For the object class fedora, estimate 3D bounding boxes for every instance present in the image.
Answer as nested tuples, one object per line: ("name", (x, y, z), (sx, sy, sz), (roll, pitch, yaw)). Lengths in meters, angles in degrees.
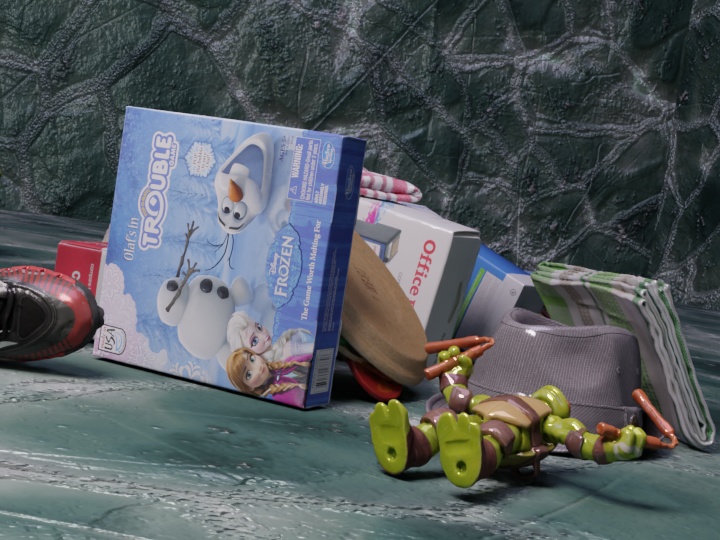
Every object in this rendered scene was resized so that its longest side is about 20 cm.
("fedora", (0.152, 0.080, 0.973), (0.199, 0.091, 0.177), (6, 5, -44))

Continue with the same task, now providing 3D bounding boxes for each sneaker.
("sneaker", (-0.285, 0.028, 0.874), (0.199, 0.071, 0.098), (7, 3, 5))

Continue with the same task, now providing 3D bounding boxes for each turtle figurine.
("turtle figurine", (0.080, 0.095, 0.777), (0.200, 0.065, 0.161), (23, 19, 39))

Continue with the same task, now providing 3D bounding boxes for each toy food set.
("toy food set", (-0.012, 0.023, 1.046), (0.198, 0.049, 0.200), (56, 15, 16))

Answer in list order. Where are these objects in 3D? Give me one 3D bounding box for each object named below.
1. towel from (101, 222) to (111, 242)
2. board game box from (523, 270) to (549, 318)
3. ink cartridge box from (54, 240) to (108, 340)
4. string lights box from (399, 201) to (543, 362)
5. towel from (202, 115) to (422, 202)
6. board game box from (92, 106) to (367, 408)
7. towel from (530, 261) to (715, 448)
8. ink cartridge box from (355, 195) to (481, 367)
("towel", (-0.245, -0.061, 1.494), (0.132, 0.200, 0.035), (-8, -46, 26))
("board game box", (0.258, 0.053, 1.693), (0.199, 0.035, 0.136), (10, -28, 18))
("ink cartridge box", (-0.150, 0.029, 1.102), (0.199, 0.083, 0.146), (10, 3, 21))
("string lights box", (0.101, 0.014, 1.368), (0.059, 0.103, 0.200), (6, 24, -49))
("towel", (-0.052, -0.108, 1.231), (0.199, 0.030, 0.146), (8, 13, -34))
("board game box", (-0.104, -0.014, 0.950), (0.198, 0.201, 0.043), (10, 5, 28))
("towel", (0.218, 0.070, 1.073), (0.031, 0.150, 0.200), (-25, 12, -17))
("ink cartridge box", (0.000, 0.000, 1.224), (0.199, 0.146, 0.087), (21, 10, 21))
